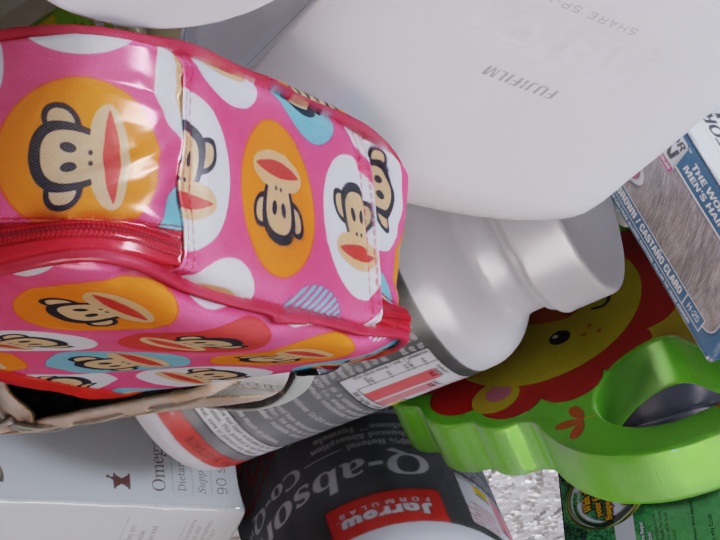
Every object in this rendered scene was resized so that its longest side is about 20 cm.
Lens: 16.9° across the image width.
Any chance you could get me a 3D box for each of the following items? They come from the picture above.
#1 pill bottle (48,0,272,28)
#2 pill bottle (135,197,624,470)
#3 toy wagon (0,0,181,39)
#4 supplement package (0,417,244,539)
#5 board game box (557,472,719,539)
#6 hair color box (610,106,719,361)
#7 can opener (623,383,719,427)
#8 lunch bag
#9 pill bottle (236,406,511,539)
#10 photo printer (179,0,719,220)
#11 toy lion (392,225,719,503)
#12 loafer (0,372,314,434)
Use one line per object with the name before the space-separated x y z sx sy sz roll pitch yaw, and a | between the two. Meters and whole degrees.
pill bottle | -0.060 -0.170 0.654 0.119 0.200 0.120 -5 147 -4
pill bottle | 0.000 0.000 1.005 0.200 0.116 0.116 -21 145 20
toy wagon | -0.117 -0.043 0.866 0.200 0.040 0.155 -38 127 -30
supplement package | -0.167 0.083 1.094 0.200 0.117 0.117 4 145 -19
board game box | 0.143 0.101 1.117 0.105 0.200 0.023 -17 131 15
hair color box | 0.194 -0.043 0.906 0.200 0.100 0.061 -13 152 -29
can opener | 0.085 0.043 1.146 0.200 0.079 0.063 -10 142 27
lunch bag | -0.095 -0.011 0.728 0.176 0.082 0.200 -6 167 28
pill bottle | 0.013 0.139 1.061 0.116 0.200 0.116 -5 118 -10
photo printer | 0.050 -0.092 0.768 0.166 0.070 0.200 17 139 -33
toy lion | 0.107 0.034 1.020 0.191 0.200 0.069 -24 120 2
loafer | -0.113 0.031 0.953 0.200 0.072 0.063 -5 -176 32
